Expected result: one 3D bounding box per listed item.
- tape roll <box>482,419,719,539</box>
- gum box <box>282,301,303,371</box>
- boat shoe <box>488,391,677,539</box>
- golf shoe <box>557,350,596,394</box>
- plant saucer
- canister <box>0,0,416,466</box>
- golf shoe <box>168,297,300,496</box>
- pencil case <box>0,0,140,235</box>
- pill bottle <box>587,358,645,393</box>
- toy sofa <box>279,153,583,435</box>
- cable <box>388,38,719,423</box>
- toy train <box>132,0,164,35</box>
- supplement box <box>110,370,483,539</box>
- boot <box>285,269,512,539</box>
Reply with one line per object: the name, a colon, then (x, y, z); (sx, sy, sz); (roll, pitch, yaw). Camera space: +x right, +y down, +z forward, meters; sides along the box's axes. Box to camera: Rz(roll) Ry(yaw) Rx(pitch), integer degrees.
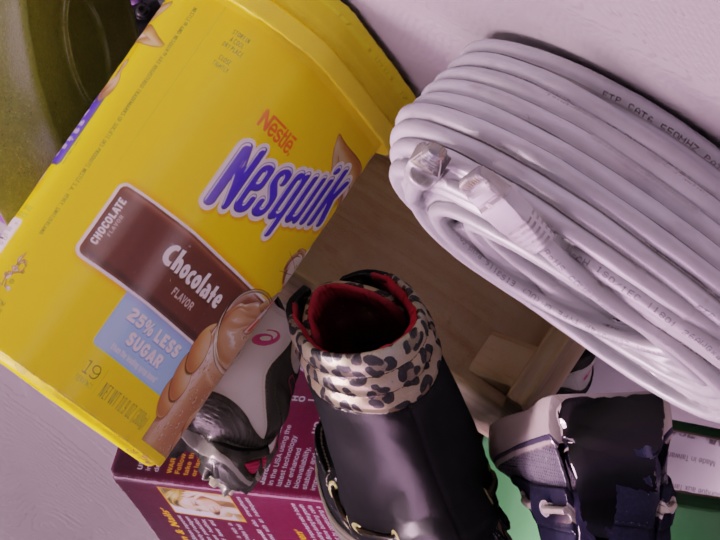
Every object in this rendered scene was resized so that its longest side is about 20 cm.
tape roll: (0.156, 0.116, 1.445); (0.199, 0.048, 0.200); (9, -172, -1)
gum box: (0.000, 0.000, 1.468); (0.200, 0.114, 0.066); (33, 173, 10)
boat shoe: (0.095, 0.108, 1.261); (0.074, 0.093, 0.200); (-2, 172, 0)
golf shoe: (0.042, 0.001, 1.548); (0.200, 0.073, 0.092); (37, 144, -1)
plant saucer: (-0.134, -0.096, 1.306); (0.031, 0.201, 0.200); (-10, 159, 14)
canister: (-0.075, -0.028, 1.246); (0.086, 0.200, 0.149); (32, 174, 25)
golf shoe: (-0.057, 0.048, 1.390); (0.077, 0.088, 0.200); (30, -177, -8)
pencil case: (-0.154, -0.052, 1.518); (0.084, 0.201, 0.085); (23, -179, -11)
pill bottle: (0.067, 0.123, 1.661); (0.119, 0.200, 0.120); (34, 174, 4)
toy sofa: (0.016, -0.010, 1.378); (0.200, 0.083, 0.098); (33, 167, 8)
cable: (0.100, -0.009, 1.102); (0.200, 0.069, 0.200); (34, 175, -10)
toy train: (-0.169, -0.081, 1.436); (0.042, 0.199, 0.056); (62, 180, 25)
supplement box: (-0.017, 0.110, 1.561); (0.199, 0.086, 0.110); (5, 149, 23)
boot: (0.010, 0.062, 1.303); (0.204, 0.073, 0.154); (-130, 17, -63)
